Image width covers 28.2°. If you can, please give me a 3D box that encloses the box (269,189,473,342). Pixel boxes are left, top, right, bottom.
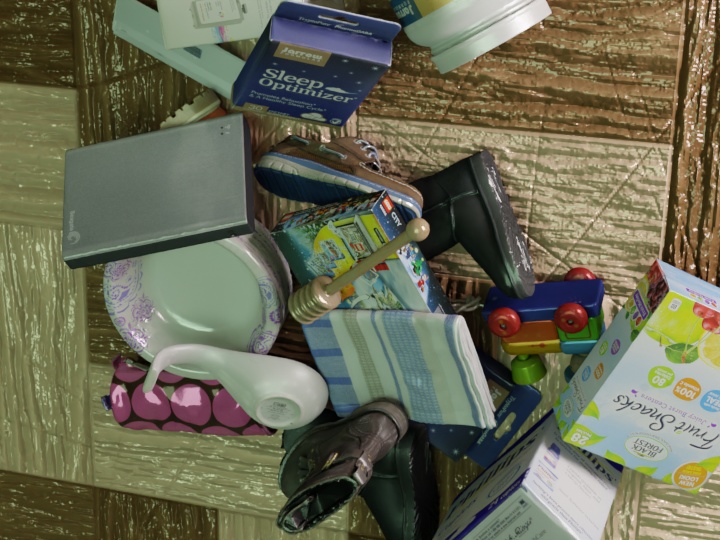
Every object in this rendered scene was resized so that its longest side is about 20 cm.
[{"bbox_3d":[0.012,0.019,1.482,0.136,0.038,0.200,-11,120,38],"label":"box"}]

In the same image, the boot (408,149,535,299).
[{"bbox_3d":[0.068,-0.016,1.498,0.200,0.066,0.165,-23,73,20],"label":"boot"}]

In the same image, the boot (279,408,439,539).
[{"bbox_3d":[-0.002,0.242,1.623,0.168,0.076,0.201,7,122,26],"label":"boot"}]

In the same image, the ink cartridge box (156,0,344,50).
[{"bbox_3d":[-0.130,-0.272,1.466,0.199,0.116,0.068,-3,106,20],"label":"ink cartridge box"}]

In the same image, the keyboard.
[{"bbox_3d":[-0.182,-0.233,1.546,0.200,0.011,0.056,30,134,7],"label":"keyboard"}]

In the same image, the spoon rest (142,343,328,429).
[{"bbox_3d":[-0.131,0.120,1.541,0.199,0.061,0.099,15,131,-15],"label":"spoon rest"}]

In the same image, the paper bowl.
[{"bbox_3d":[-0.172,0.011,1.571,0.200,0.104,0.201,7,121,12],"label":"paper bowl"}]

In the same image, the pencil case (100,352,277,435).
[{"bbox_3d":[-0.190,0.141,1.644,0.199,0.091,0.094,0,112,16],"label":"pencil case"}]

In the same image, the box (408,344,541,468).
[{"bbox_3d":[0.087,0.126,1.576,0.200,0.032,0.121,35,115,4],"label":"box"}]

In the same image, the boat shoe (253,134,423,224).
[{"bbox_3d":[-0.015,-0.103,1.491,0.200,0.072,0.072,19,153,26],"label":"boat shoe"}]

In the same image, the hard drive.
[{"bbox_3d":[-0.211,-0.082,1.488,0.199,0.140,0.033,-11,148,9],"label":"hard drive"}]

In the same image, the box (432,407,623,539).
[{"bbox_3d":[0.166,0.266,1.502,0.105,0.200,0.184,44,116,1],"label":"box"}]

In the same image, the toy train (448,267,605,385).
[{"bbox_3d":[0.163,0.070,1.511,0.199,0.085,0.116,-5,120,21],"label":"toy train"}]

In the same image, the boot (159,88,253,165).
[{"bbox_3d":[-0.212,-0.102,1.578,0.200,0.075,0.107,-32,100,24],"label":"boot"}]

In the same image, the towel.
[{"bbox_3d":[0.037,0.102,1.494,0.200,0.024,0.147,2,127,31],"label":"towel"}]

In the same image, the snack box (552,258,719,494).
[{"bbox_3d":[0.318,0.111,1.442,0.168,0.068,0.200,22,118,-16],"label":"snack box"}]

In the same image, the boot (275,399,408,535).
[{"bbox_3d":[-0.045,0.217,1.481,0.200,0.174,0.069,-39,94,32],"label":"boot"}]

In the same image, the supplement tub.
[{"bbox_3d":[0.083,-0.305,1.367,0.144,0.145,0.200,-26,98,24],"label":"supplement tub"}]

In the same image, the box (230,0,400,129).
[{"bbox_3d":[-0.047,-0.199,1.412,0.121,0.200,0.032,10,69,-15],"label":"box"}]

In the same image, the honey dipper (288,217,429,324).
[{"bbox_3d":[0.000,0.000,1.419,0.200,0.038,0.038,-33,96,43],"label":"honey dipper"}]
